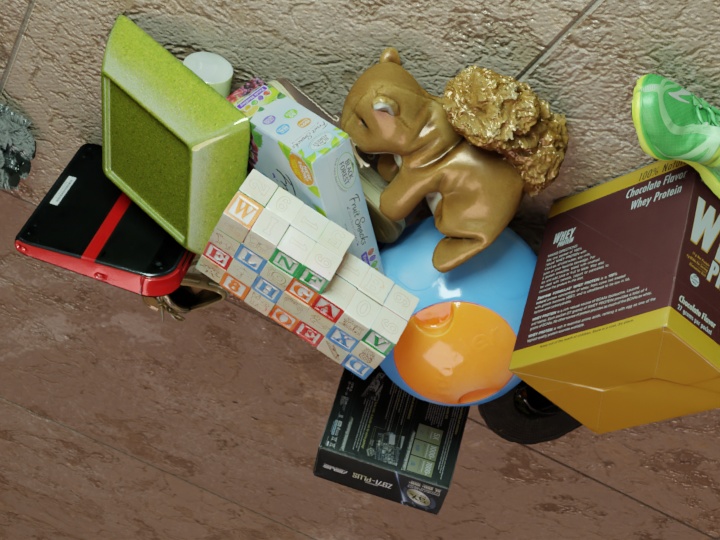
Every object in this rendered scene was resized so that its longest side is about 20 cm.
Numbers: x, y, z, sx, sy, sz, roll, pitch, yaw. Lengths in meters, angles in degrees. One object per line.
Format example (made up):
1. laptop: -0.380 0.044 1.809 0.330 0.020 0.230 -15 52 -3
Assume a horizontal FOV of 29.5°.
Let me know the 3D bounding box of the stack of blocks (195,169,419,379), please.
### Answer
1. stack of blocks: -0.047 0.006 1.290 0.199 0.059 0.115 34 146 -3

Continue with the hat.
1. hat: 0.220 0.106 1.565 0.198 0.081 0.202 -8 135 -9

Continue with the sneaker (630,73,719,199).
1. sneaker: 0.312 -0.119 1.191 0.199 0.075 0.083 26 152 -31

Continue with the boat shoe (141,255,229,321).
1. boat shoe: -0.221 0.021 1.709 0.073 0.063 0.199 33 147 -25

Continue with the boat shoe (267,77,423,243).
1. boat shoe: -0.015 -0.122 1.367 0.200 0.072 0.072 46 156 -3

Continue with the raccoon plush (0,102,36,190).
1. raccoon plush: -0.451 -0.168 1.542 0.133 0.097 0.202 11 128 33

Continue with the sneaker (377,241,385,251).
1. sneaker: 0.000 0.000 1.549 0.077 0.070 0.201 1 134 36

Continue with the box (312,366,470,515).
1. box: 0.048 0.170 1.665 0.162 0.202 0.086 16 148 2

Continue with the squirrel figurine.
1. squirrel figurine: 0.085 -0.130 1.266 0.199 0.142 0.187 -29 117 34

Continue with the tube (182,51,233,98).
1. tube: -0.170 -0.129 1.401 0.051 0.058 0.201 2 133 -15

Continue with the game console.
1. game console: -0.255 -0.057 1.478 0.175 0.201 0.031 15 129 5

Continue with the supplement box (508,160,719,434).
1. supplement box: 0.273 0.022 1.305 0.132 0.202 0.196 35 146 -26

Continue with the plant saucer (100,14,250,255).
1. plant saucer: -0.197 -0.119 1.360 0.200 0.048 0.201 40 143 25

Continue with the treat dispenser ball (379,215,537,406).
1. treat dispenser ball: 0.100 0.040 1.429 0.199 0.202 0.202 14 149 8

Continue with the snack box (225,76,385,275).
1. snack box: -0.053 -0.074 1.332 0.142 0.053 0.201 34 153 36
